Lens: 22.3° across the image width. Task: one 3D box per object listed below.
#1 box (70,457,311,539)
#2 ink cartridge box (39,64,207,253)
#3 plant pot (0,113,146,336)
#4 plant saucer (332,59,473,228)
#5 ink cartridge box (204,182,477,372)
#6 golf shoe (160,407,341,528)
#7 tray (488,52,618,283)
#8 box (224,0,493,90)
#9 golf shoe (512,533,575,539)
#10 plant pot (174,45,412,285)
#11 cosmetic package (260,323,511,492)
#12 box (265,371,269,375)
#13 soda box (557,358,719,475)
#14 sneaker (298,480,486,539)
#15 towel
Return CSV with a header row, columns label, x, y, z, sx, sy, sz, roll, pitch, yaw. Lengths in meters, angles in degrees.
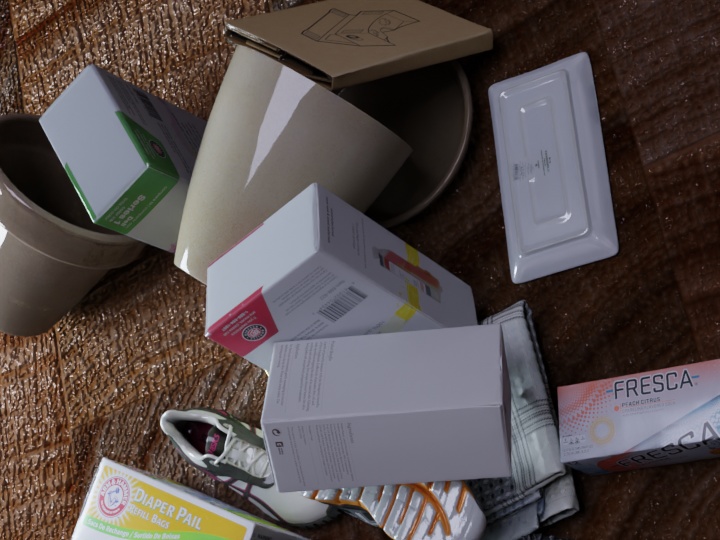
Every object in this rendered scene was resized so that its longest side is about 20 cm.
label,x,y,z,sx,sy,sz,roll,pitch,yaw
box,-0.157,0.259,1.688,0.199,0.112,0.102,17,83,37
ink cartridge box,-0.195,-0.096,1.778,0.084,0.199,0.145,-43,56,16
plant pot,-0.327,-0.031,1.867,0.201,0.199,0.175,51,121,33
plant saucer,0.024,-0.132,1.752,0.198,0.029,0.202,-11,69,29
ink cartridge box,-0.015,0.035,1.585,0.145,0.199,0.084,-36,38,30
golf shoe,-0.101,0.181,1.694,0.199,0.088,0.078,18,82,34
tray,0.169,-0.096,1.652,0.107,0.022,0.202,-18,65,28
box,0.000,-0.218,1.699,0.163,0.199,0.021,29,126,43
golf shoe,0.121,0.276,1.535,0.198,0.095,0.078,-4,53,7
plant pot,-0.081,-0.070,1.665,0.187,0.187,0.201,30,90,36
cosmetic package,0.025,0.113,1.514,0.198,0.086,0.108,-3,36,9
box,-0.083,0.045,1.736,0.050,0.075,0.201,-41,56,12
soda box,0.261,0.118,1.495,0.198,0.063,0.069,-13,67,30
sneaker,0.033,0.191,1.573,0.199,0.077,0.079,19,80,40
towel,0.091,0.152,1.598,0.192,0.034,0.202,-29,60,29
